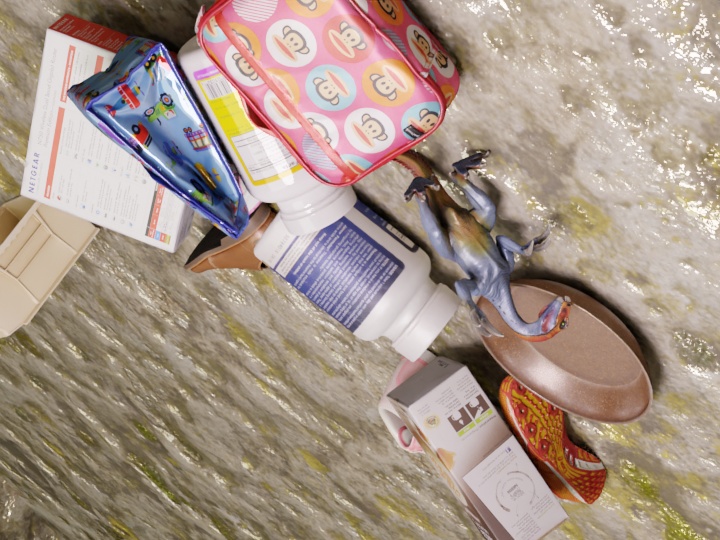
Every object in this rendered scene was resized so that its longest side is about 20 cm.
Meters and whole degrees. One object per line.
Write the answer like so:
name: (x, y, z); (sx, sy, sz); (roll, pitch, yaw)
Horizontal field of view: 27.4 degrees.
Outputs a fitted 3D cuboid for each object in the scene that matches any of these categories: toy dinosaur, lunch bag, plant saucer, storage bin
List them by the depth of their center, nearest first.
lunch bag: (-0.035, -0.173, 1.236); (0.176, 0.082, 0.200); (-30, 110, 34)
toy dinosaur: (0.120, -0.020, 1.354); (0.182, 0.105, 0.200); (61, 180, -29)
lunch bag: (-0.170, -0.115, 1.386); (0.200, 0.094, 0.151); (50, 174, -20)
plant saucer: (0.203, 0.072, 1.443); (0.200, 0.037, 0.201); (30, 153, 17)
storage bin: (-0.476, -0.004, 1.996); (0.094, 0.199, 0.200); (44, 153, -20)

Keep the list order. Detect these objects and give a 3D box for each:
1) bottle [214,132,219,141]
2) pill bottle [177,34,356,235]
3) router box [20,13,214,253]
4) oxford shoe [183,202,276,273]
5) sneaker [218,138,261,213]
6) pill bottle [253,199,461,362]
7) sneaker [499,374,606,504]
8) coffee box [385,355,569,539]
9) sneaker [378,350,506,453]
bottle: (-0.235, -0.177, 1.563); (0.200, 0.065, 0.084); (43, 147, -9)
pill bottle: (-0.079, -0.135, 1.356); (0.104, 0.104, 0.200); (1, 125, 51)
router box: (-0.246, -0.139, 1.514); (0.179, 0.049, 0.200); (21, 122, 5)
oxford shoe: (-0.143, -0.021, 1.697); (0.071, 0.071, 0.200); (41, 153, -18)
sneaker: (-0.112, -0.118, 1.509); (0.086, 0.080, 0.200); (46, 141, -5)
pill bottle: (0.000, 0.000, 1.498); (0.200, 0.111, 0.111); (38, 154, 0)
sneaker: (0.192, 0.188, 1.599); (0.077, 0.073, 0.200); (4, 138, 44)
coffee box: (0.123, 0.197, 1.574); (0.200, 0.080, 0.114); (55, 173, -7)
sneaker: (0.104, 0.187, 1.676); (0.200, 0.105, 0.075); (40, 152, -7)
